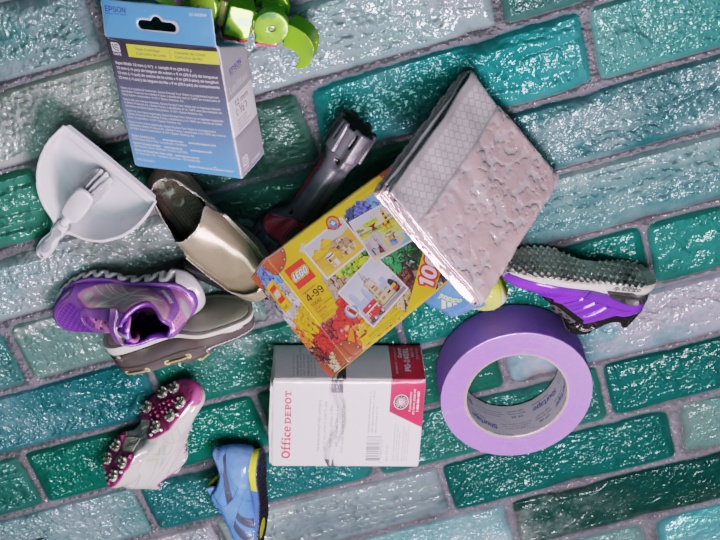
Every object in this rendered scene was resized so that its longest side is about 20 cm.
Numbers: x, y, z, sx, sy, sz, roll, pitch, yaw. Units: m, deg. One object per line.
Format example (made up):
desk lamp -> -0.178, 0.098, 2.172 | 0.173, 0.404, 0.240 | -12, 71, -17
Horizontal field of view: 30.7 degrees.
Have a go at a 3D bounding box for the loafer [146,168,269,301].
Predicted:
loafer -> -0.180, -0.039, 1.525 | 0.200, 0.068, 0.076 | 44, 103, 1

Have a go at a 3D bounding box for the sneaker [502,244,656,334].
sneaker -> 0.264, 0.035, 1.645 | 0.198, 0.070, 0.100 | 9, 124, -9

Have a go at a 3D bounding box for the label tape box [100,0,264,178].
label tape box -> -0.192, -0.207, 1.430 | 0.142, 0.066, 0.202 | 9, 126, 23

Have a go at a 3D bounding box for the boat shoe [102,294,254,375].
boat shoe -> -0.220, 0.083, 1.647 | 0.199, 0.072, 0.061 | -12, 128, 13

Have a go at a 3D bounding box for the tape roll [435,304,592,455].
tape roll -> 0.200, 0.145, 1.716 | 0.198, 0.066, 0.202 | -2, 122, -2

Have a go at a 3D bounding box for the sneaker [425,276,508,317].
sneaker -> 0.098, -0.012, 1.601 | 0.104, 0.076, 0.201 | -27, 121, 14

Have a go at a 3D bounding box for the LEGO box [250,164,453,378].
LEGO box -> 0.000, 0.000, 1.503 | 0.149, 0.200, 0.077 | 51, 153, 3

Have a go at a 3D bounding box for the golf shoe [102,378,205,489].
golf shoe -> -0.257, 0.220, 1.740 | 0.091, 0.076, 0.200 | 25, 121, -36

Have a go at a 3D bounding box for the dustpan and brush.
dustpan and brush -> -0.336, -0.069, 1.539 | 0.139, 0.057, 0.200 | 40, 145, -10

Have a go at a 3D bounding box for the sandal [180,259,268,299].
sandal -> -0.121, 0.008, 1.594 | 0.198, 0.046, 0.075 | 11, 169, 16

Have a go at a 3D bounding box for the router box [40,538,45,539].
router box -> -0.440, 0.504, 1.915 | 0.199, 0.049, 0.179 | 37, 114, -24

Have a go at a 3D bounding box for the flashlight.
flashlight -> -0.055, -0.097, 1.546 | 0.068, 0.068, 0.201 | 39, 113, 11

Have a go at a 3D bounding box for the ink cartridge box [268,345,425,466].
ink cartridge box -> -0.020, 0.176, 1.709 | 0.198, 0.084, 0.147 | 1, 123, -4

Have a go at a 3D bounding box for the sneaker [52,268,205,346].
sneaker -> -0.291, 0.053, 1.596 | 0.198, 0.089, 0.081 | -5, 130, 18

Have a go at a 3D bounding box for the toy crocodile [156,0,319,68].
toy crocodile -> -0.137, -0.276, 1.418 | 0.198, 0.068, 0.062 | 15, 123, -13

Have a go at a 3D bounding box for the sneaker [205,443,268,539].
sneaker -> -0.170, 0.320, 1.810 | 0.077, 0.066, 0.202 | 4, 123, 7

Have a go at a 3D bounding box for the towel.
towel -> 0.128, -0.095, 1.497 | 0.191, 0.201, 0.032 | 47, 154, -25
